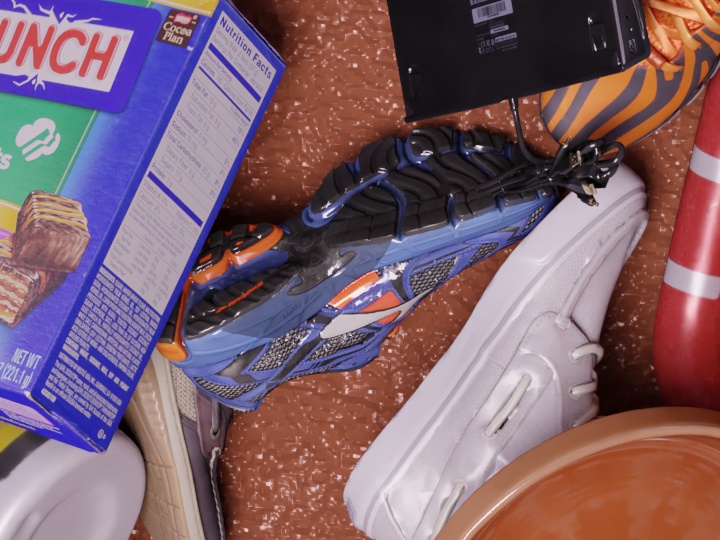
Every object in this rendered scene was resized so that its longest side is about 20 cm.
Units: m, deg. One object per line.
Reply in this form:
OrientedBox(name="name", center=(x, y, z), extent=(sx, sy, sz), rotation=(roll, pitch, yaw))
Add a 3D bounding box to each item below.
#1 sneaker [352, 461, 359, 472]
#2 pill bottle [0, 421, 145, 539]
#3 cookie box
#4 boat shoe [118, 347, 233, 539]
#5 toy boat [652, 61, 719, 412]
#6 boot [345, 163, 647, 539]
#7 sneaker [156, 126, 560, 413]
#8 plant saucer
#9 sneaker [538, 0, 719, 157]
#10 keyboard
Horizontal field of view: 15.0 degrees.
OrientedBox(name="sneaker", center=(0.098, 0.132, 1.272), extent=(0.201, 0.067, 0.108), rotation=(45, 109, 2))
OrientedBox(name="pill bottle", center=(-0.209, 0.076, 1.308), extent=(0.200, 0.114, 0.115), rotation=(34, 114, 26))
OrientedBox(name="cookie box", center=(-0.154, -0.041, 1.227), extent=(0.170, 0.075, 0.201), rotation=(16, 73, 29))
OrientedBox(name="boat shoe", center=(-0.086, 0.054, 1.308), extent=(0.072, 0.065, 0.201), rotation=(26, 134, 55))
OrientedBox(name="toy boat", center=(0.192, -0.001, 1.167), extent=(0.130, 0.131, 0.201), rotation=(15, 109, 14))
OrientedBox(name="boot", center=(0.087, 0.056, 1.214), extent=(0.095, 0.074, 0.200), rotation=(38, 94, 19))
OrientedBox(name="sneaker", center=(0.000, 0.000, 1.256), extent=(0.199, 0.076, 0.079), rotation=(-24, 133, 3))
OrientedBox(name="plant saucer", center=(0.108, 0.142, 1.177), extent=(0.199, 0.032, 0.201), rotation=(-10, 124, -15))
OrientedBox(name="sneaker", center=(0.131, -0.120, 1.120), extent=(0.077, 0.112, 0.200), rotation=(34, 113, 0))
OrientedBox(name="keyboard", center=(0.067, -0.087, 1.170), extent=(0.020, 0.200, 0.128), rotation=(-10, 91, -25))
